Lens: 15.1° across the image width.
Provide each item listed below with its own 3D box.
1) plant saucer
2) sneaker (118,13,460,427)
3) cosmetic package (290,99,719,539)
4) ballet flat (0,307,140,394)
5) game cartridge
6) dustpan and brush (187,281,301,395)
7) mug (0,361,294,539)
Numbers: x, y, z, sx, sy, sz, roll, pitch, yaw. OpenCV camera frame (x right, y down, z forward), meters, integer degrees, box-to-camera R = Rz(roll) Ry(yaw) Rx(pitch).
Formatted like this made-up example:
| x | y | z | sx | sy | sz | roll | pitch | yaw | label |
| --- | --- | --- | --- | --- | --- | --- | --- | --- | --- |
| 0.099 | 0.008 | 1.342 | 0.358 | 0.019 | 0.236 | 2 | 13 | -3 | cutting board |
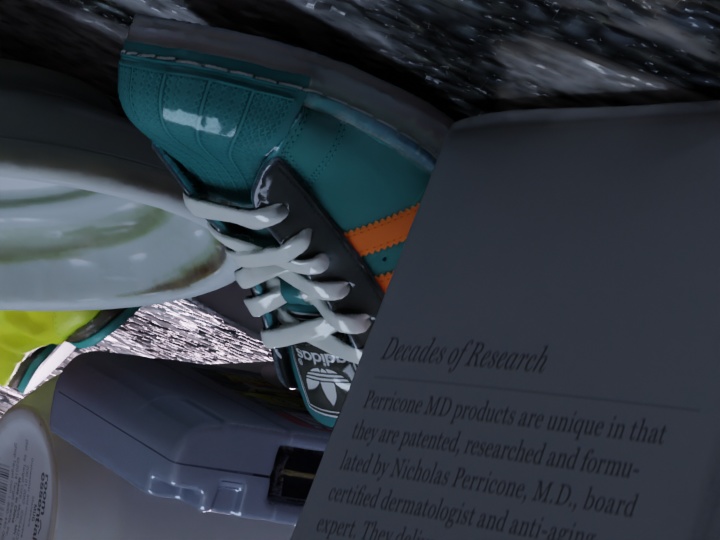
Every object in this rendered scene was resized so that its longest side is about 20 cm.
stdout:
| x | y | z | sx | sy | sz | roll | pitch | yaw | label |
| --- | --- | --- | --- | --- | --- | --- | --- | --- | --- |
| -0.131 | -0.031 | 0.863 | 0.199 | 0.050 | 0.200 | 3 | 166 | 1 | plant saucer |
| 0.000 | 0.000 | 0.746 | 0.071 | 0.080 | 0.200 | 12 | 165 | 43 | sneaker |
| 0.091 | 0.083 | 0.654 | 0.165 | 0.200 | 0.165 | 28 | 167 | -28 | cosmetic package |
| -0.130 | 0.003 | 1.112 | 0.067 | 0.067 | 0.200 | 45 | 164 | -5 | ballet flat |
| -0.008 | 0.069 | 1.015 | 0.200 | 0.041 | 0.133 | 11 | -179 | -30 | game cartridge |
| 0.004 | 0.033 | 0.958 | 0.139 | 0.057 | 0.200 | 27 | 169 | -25 | dustpan and brush |
| -0.070 | 0.117 | 1.112 | 0.153 | 0.187 | 0.150 | 9 | 136 | -31 | mug |
